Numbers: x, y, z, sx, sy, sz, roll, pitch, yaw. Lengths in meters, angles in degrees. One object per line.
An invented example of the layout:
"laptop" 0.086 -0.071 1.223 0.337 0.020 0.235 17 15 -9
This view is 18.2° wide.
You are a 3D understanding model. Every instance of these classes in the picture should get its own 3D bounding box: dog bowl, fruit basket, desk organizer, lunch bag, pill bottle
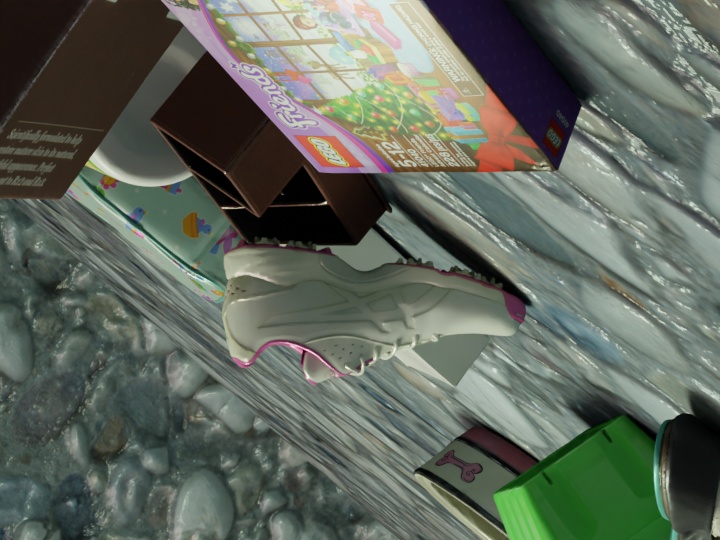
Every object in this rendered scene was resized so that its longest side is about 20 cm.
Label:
"dog bowl" 0.149 0.225 2.110 0.200 0.074 0.200 38 172 6
"fruit basket" 0.204 0.209 1.610 0.216 0.155 0.216 55 173 11
"desk organizer" -0.054 -0.066 1.413 0.072 0.077 0.200 35 171 26
"lunch bag" -0.180 -0.056 2.015 0.200 0.077 0.160 39 173 -2
"pill bottle" -0.169 -0.124 1.481 0.111 0.111 0.200 43 170 -27

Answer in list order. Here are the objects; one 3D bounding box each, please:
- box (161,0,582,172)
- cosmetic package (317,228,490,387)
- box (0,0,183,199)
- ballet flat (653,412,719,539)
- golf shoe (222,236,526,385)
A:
"box" -0.011 -0.112 0.960 0.137 0.039 0.200 2 149 39
"cosmetic package" 0.000 0.000 1.628 0.200 0.051 0.083 42 173 -25
"box" -0.214 -0.160 1.181 0.200 0.164 0.166 38 -172 9
"ballet flat" 0.225 0.144 1.418 0.073 0.073 0.200 35 165 24
"golf shoe" 0.006 0.034 1.461 0.199 0.092 0.075 8 171 2
